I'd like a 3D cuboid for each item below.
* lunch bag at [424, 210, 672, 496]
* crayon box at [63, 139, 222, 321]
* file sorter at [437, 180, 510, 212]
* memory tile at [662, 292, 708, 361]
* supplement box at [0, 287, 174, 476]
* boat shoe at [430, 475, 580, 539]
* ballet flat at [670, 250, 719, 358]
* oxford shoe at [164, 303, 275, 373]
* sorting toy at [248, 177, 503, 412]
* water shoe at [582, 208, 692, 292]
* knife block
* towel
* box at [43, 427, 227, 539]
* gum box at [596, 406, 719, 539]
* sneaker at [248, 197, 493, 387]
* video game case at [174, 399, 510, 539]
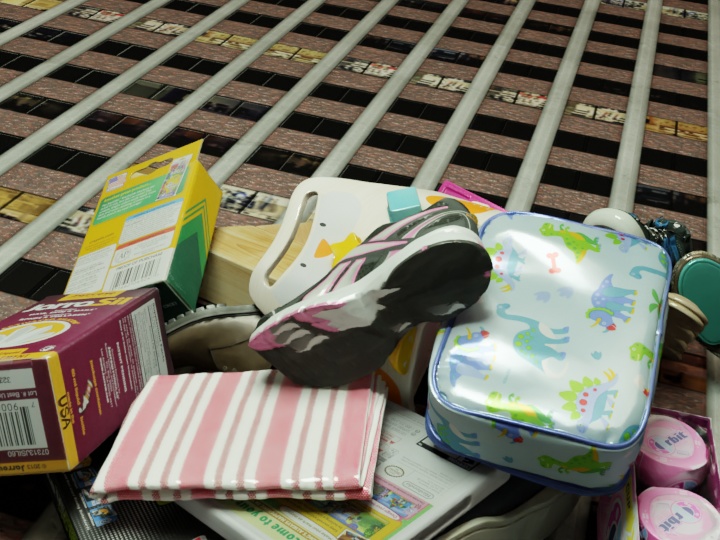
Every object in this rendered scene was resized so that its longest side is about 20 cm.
[{"bbox_3d":[0.136,0.052,0.715,0.160,0.083,0.201,12,51,14],"label":"lunch bag"},{"bbox_3d":[-0.208,-0.030,0.955,0.125,0.052,0.201,-17,42,21],"label":"crayon box"},{"bbox_3d":[0.138,0.040,0.886,0.199,0.140,0.125,31,-4,32],"label":"file sorter"},{"bbox_3d":[0.244,0.025,0.915,0.153,0.200,0.017,33,84,16],"label":"memory tile"},{"bbox_3d":[-0.236,0.080,0.762,0.109,0.086,0.200,-5,12,11],"label":"supplement box"},{"bbox_3d":[0.086,0.185,0.733,0.199,0.075,0.062,-20,42,-36],"label":"boat shoe"},{"bbox_3d":[0.353,0.054,0.924,0.200,0.068,0.075,46,17,-11],"label":"ballet flat"},{"bbox_3d":[-0.114,0.072,0.877,0.198,0.073,0.085,-14,77,2],"label":"oxford shoe"},{"bbox_3d":[0.000,0.000,0.824,0.179,0.201,0.107,22,-8,25],"label":"sorting toy"},{"bbox_3d":[0.261,-0.023,0.907,0.071,0.200,0.079,28,81,36],"label":"water shoe"},{"bbox_3d":[-0.075,0.024,0.968,0.198,0.064,0.176,-3,33,-14],"label":"knife block"},{"bbox_3d":[-0.082,0.122,0.716,0.198,0.030,0.147,-3,24,8],"label":"towel"},{"bbox_3d":[-0.136,0.178,0.735,0.159,0.045,0.200,-13,37,-27],"label":"box"},{"bbox_3d":[0.210,0.204,0.686,0.066,0.114,0.200,10,33,7],"label":"gum box"},{"bbox_3d":[0.010,0.015,0.727,0.199,0.080,0.087,-25,31,22],"label":"sneaker"},{"bbox_3d":[-0.024,0.147,0.710,0.199,0.022,0.181,20,33,41],"label":"video game case"}]
